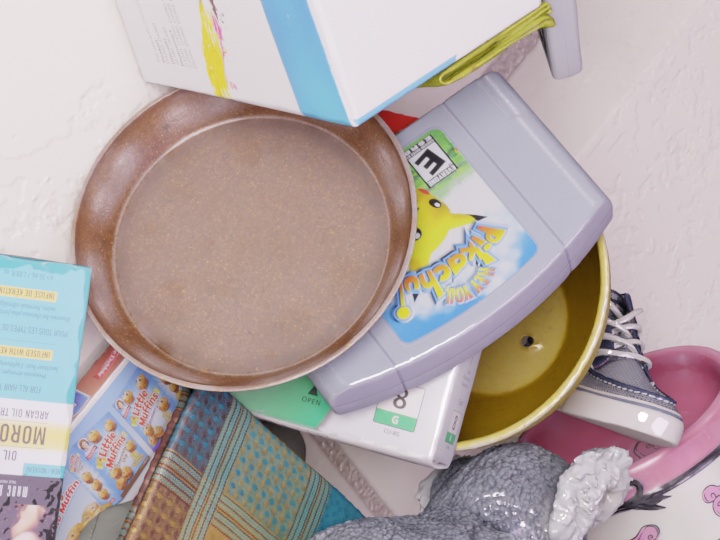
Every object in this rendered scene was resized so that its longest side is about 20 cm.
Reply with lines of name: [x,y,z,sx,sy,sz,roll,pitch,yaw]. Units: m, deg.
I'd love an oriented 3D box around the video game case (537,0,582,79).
video game case: [0.088,-0.228,1.228,0.022,0.184,0.200,-17,161,3]

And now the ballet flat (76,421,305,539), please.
ballet flat: [-0.084,0.146,1.295,0.199,0.063,0.068,-26,108,-45]

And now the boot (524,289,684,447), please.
boot: [0.158,0.054,1.415,0.072,0.200,0.091,21,88,-23]

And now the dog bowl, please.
dog bowl: [0.191,0.126,1.467,0.200,0.200,0.074,-39,110,-26]

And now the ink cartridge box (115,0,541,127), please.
ink cartridge box: [-0.034,-0.186,1.183,0.146,0.199,0.147,-35,120,-29]

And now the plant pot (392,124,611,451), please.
plant pot: [0.070,0.021,1.351,0.201,0.199,0.142,-68,160,-4]

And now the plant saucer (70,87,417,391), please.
plant saucer: [-0.064,-0.020,1.225,0.201,0.199,0.035,-53,158,-16]

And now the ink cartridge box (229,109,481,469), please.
ink cartridge box: [0.000,0.000,1.277,0.050,0.160,0.202,27,77,-71]

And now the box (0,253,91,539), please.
box: [-0.206,0.091,1.189,0.082,0.049,0.202,7,90,-32]

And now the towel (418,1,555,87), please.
towel: [0.028,-0.125,1.252,0.086,0.200,0.018,-36,109,-22]

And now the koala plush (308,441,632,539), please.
koala plush: [0.069,0.175,1.268,0.200,0.177,0.184,-47,112,-34]

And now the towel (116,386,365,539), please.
towel: [-0.063,0.171,1.256,0.200,0.022,0.147,45,56,-37]

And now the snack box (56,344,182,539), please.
snack box: [-0.172,0.130,1.264,0.200,0.024,0.072,-52,129,-18]

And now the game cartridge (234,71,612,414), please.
game cartridge: [0.038,-0.013,1.241,0.199,0.134,0.041,-36,156,-7]
